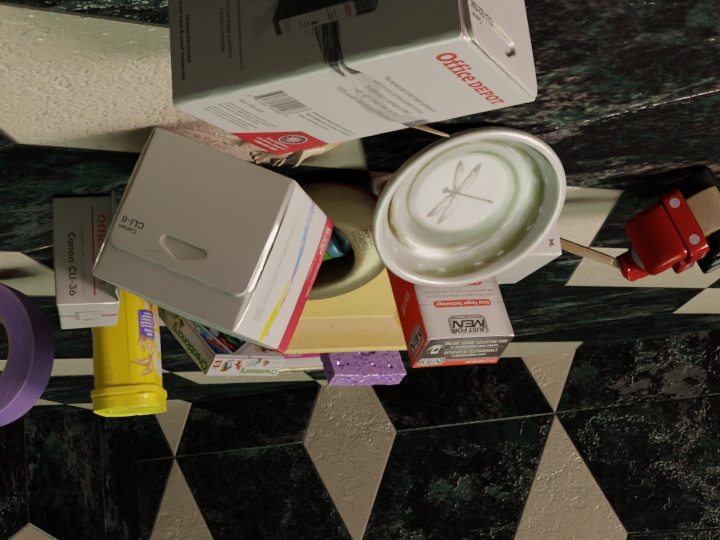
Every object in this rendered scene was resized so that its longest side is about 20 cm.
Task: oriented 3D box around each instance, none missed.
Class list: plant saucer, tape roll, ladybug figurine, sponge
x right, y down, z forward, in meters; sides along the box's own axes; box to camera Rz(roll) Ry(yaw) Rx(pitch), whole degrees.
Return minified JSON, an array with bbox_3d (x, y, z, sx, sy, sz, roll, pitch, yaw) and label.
[{"bbox_3d":[0.102,-0.071,1.244,0.199,0.050,0.201,-10,135,-10],"label":"plant saucer"},{"bbox_3d":[0.000,0.000,1.494,0.199,0.201,0.048,0,-150,-28],"label":"plant saucer"},{"bbox_3d":[-0.515,0.109,1.669,0.199,0.201,0.085,-6,170,3],"label":"tape roll"},{"bbox_3d":[-0.046,-0.038,1.351,0.199,0.136,0.072,-13,-148,26],"label":"ladybug figurine"},{"bbox_3d":[-0.015,0.070,1.748,0.111,0.201,0.030,2,141,-26],"label":"sponge"}]

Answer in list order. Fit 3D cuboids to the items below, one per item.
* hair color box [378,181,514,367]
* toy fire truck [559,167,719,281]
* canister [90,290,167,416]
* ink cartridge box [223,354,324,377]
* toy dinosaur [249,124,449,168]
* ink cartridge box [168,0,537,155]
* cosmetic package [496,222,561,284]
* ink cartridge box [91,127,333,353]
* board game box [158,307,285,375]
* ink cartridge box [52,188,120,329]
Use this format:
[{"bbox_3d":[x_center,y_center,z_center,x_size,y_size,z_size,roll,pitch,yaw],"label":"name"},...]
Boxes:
[{"bbox_3d":[0.085,0.001,1.345,0.101,0.201,0.061,-1,146,-19],"label":"hair color box"},{"bbox_3d":[0.332,-0.037,1.493,0.199,0.129,0.176,-26,168,5],"label":"toy fire truck"},{"bbox_3d":[-0.300,0.081,1.617,0.086,0.201,0.149,-5,170,-3],"label":"canister"},{"bbox_3d":[-0.128,0.085,1.886,0.199,0.075,0.165,-2,-157,-22],"label":"ink cartridge box"},{"bbox_3d":[-0.029,-0.123,1.071,0.199,0.059,0.101,-4,-171,46],"label":"toy dinosaur"},{"bbox_3d":[-0.002,-0.145,0.814,0.199,0.084,0.144,-9,169,23],"label":"ink cartridge box"},{"bbox_3d":[0.164,-0.034,1.556,0.112,0.082,0.200,-3,169,-11],"label":"cosmetic package"},{"bbox_3d":[-0.128,-0.021,1.162,0.145,0.145,0.200,21,175,10],"label":"ink cartridge box"},{"bbox_3d":[-0.206,0.071,1.726,0.126,0.200,0.035,6,121,-46],"label":"board game box"},{"bbox_3d":[-0.293,-0.010,1.345,0.067,0.117,0.200,-3,169,-13],"label":"ink cartridge box"}]
